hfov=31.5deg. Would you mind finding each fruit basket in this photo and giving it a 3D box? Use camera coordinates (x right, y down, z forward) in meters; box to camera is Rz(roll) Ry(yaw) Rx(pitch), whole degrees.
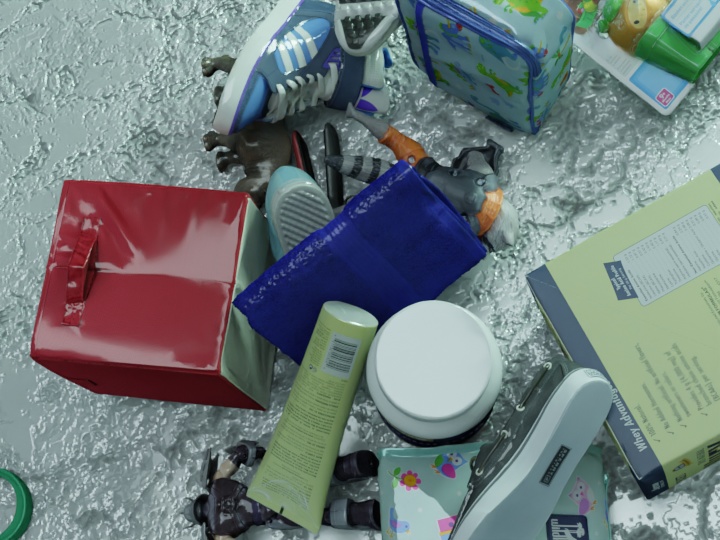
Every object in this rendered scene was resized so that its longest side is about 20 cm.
[{"bbox_3d":[0.270,-0.277,1.204,0.200,0.094,0.185,41,87,3],"label":"fruit basket"}]

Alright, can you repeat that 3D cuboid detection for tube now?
[{"bbox_3d":[-0.040,0.126,1.115,0.058,0.052,0.201,42,118,58],"label":"tube"}]

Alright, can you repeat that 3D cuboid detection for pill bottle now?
[{"bbox_3d":[0.063,0.090,1.096,0.115,0.200,0.117,-1,78,4],"label":"pill bottle"}]

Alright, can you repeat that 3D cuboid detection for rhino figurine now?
[{"bbox_3d":[-0.111,-0.129,1.300,0.087,0.060,0.201,-9,73,15],"label":"rhino figurine"}]

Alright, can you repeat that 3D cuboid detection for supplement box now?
[{"bbox_3d":[0.278,0.054,1.090,0.199,0.134,0.201,-30,68,5],"label":"supplement box"}]

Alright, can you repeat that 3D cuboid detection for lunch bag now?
[{"bbox_3d":[0.113,-0.215,1.183,0.160,0.200,0.083,33,82,14],"label":"lunch bag"},{"bbox_3d":[0.118,0.233,1.091,0.198,0.122,0.172,-3,69,3],"label":"lunch bag"}]

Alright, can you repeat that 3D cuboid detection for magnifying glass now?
[{"bbox_3d":[-0.422,0.227,1.301,0.199,0.022,0.080,12,77,17],"label":"magnifying glass"}]

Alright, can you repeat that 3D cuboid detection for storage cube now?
[{"bbox_3d":[-0.180,0.028,1.199,0.178,0.200,0.172,5,74,11],"label":"storage cube"}]

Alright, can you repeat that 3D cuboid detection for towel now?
[{"bbox_3d":[0.000,0.000,1.131,0.200,0.148,0.050,-39,43,7],"label":"towel"}]

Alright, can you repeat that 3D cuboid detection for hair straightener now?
[{"bbox_3d":[-0.015,-0.054,1.258,0.076,0.041,0.201,-15,70,12],"label":"hair straightener"}]

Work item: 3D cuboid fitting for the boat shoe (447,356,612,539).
[{"bbox_3d":[0.121,0.156,1.022,0.066,0.070,0.201,34,94,51],"label":"boat shoe"}]

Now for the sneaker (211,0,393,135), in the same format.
[{"bbox_3d":[-0.043,-0.182,1.253,0.146,0.081,0.201,28,54,-1],"label":"sneaker"}]

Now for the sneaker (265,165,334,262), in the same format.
[{"bbox_3d":[-0.046,-0.008,1.200,0.073,0.201,0.082,-10,31,-9],"label":"sneaker"}]

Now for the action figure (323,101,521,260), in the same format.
[{"bbox_3d":[0.055,-0.049,1.198,0.192,0.105,0.201,16,83,7],"label":"action figure"}]

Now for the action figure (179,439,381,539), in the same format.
[{"bbox_3d":[-0.078,0.218,1.181,0.199,0.069,0.131,-9,78,17],"label":"action figure"}]

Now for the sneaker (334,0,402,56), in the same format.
[{"bbox_3d":[0.032,-0.267,1.256,0.075,0.081,0.201,5,47,22],"label":"sneaker"}]
